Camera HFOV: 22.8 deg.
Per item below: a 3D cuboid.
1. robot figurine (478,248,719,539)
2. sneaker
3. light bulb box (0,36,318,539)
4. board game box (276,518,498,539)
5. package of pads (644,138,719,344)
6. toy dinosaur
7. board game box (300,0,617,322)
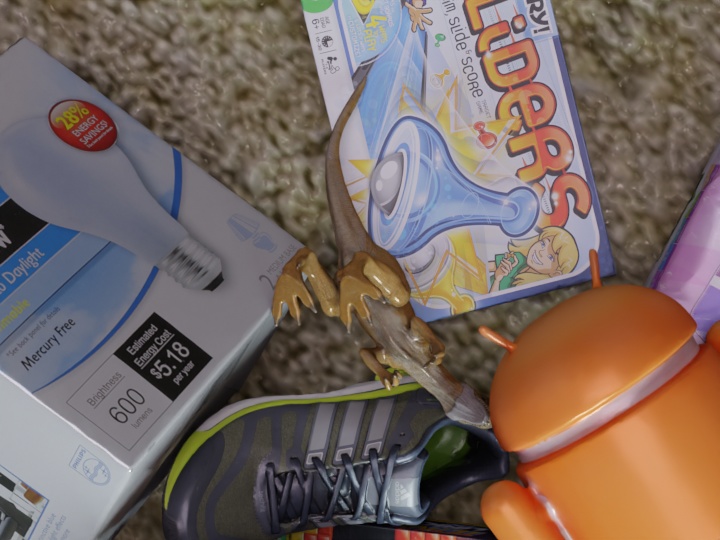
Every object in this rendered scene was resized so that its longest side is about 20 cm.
[{"bbox_3d":[0.140,0.092,0.862,0.143,0.117,0.201,-33,89,18],"label":"robot figurine"},{"bbox_3d":[-0.010,0.099,0.905,0.198,0.081,0.075,-19,113,-32],"label":"sneaker"},{"bbox_3d":[-0.162,0.020,0.894,0.199,0.198,0.125,36,130,3],"label":"light bulb box"},{"bbox_3d":[0.027,0.231,0.927,0.164,0.056,0.203,1,88,34],"label":"board game box"},{"bbox_3d":[0.219,0.008,0.947,0.120,0.076,0.201,28,90,1],"label":"package of pads"},{"bbox_3d":[0.000,0.000,0.910,0.060,0.106,0.202,-30,79,25],"label":"toy dinosaur"},{"bbox_3d":[0.052,-0.079,0.978,0.134,0.034,0.202,-14,88,3],"label":"board game box"}]
